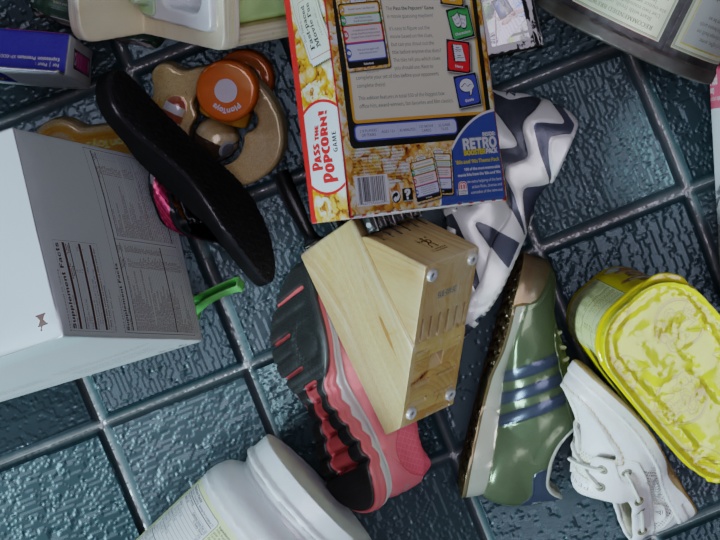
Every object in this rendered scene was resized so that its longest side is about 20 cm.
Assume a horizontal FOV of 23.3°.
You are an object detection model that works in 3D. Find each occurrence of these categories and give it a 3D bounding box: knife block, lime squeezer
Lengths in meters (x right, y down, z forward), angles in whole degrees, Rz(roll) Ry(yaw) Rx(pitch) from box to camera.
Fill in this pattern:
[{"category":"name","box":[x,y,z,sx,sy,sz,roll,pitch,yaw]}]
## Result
[{"category":"knife block","box":[0.000,0.000,1.332,0.175,0.064,0.200,27,122,36]},{"category":"lime squeezer","box":[-0.170,0.029,1.349,0.200,0.071,0.038,-1,81,22]}]

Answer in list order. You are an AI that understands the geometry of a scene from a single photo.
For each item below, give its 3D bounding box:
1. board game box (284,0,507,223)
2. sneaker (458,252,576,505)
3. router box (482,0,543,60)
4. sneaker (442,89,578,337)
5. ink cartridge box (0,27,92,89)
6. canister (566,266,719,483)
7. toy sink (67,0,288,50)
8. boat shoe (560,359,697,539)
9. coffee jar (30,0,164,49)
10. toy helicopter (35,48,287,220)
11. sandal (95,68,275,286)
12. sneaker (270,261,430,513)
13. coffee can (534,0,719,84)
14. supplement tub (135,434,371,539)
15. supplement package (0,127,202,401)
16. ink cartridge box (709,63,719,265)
[{"category":"board game box","box":[0.025,-0.140,1.241,0.151,0.046,0.200,-7,91,-39]},{"category":"sneaker","box":[0.141,0.091,1.365,0.090,0.067,0.201,13,100,-4]},{"category":"router box","box":[0.047,-0.252,1.341,0.149,0.051,0.200,-12,94,1]},{"category":"sneaker","box":[0.071,-0.055,1.347,0.129,0.079,0.199,26,100,4]},{"category":"ink cartridge box","box":[-0.252,-0.154,1.265,0.095,0.200,0.037,4,95,-3]},{"category":"canister","box":[0.228,0.068,1.297,0.087,0.200,0.149,-41,95,1]},{"category":"toy sink","box":[-0.097,-0.233,1.248,0.200,0.112,0.131,-16,114,-39]},{"category":"boat shoe","box":[0.192,0.147,1.328,0.069,0.071,0.200,-37,129,0]},{"category":"coffee jar","box":[-0.174,-0.275,1.316,0.104,0.085,0.200,16,95,0]},{"category":"toy helicopter","box":[-0.154,-0.094,1.348,0.200,0.079,0.133,-5,104,9]},{"category":"sandal","box":[-0.133,-0.063,1.283,0.045,0.075,0.200,-32,116,21]},{"category":"sneaker","box":[-0.005,0.087,1.367,0.087,0.074,0.200,-13,81,-39]},{"category":"coffee can","box":[0.237,-0.257,1.282,0.146,0.146,0.200,24,104,-3]},{"category":"supplement tub","box":[-0.101,0.237,1.327,0.200,0.145,0.145,-43,94,1]},{"category":"supplement package","box":[-0.252,0.006,1.239,0.191,0.200,0.147,-18,81,20]},{"category":"ink cartridge box","box":[0.350,-0.075,1.349,0.146,0.083,0.200,-4,94,-2]}]
